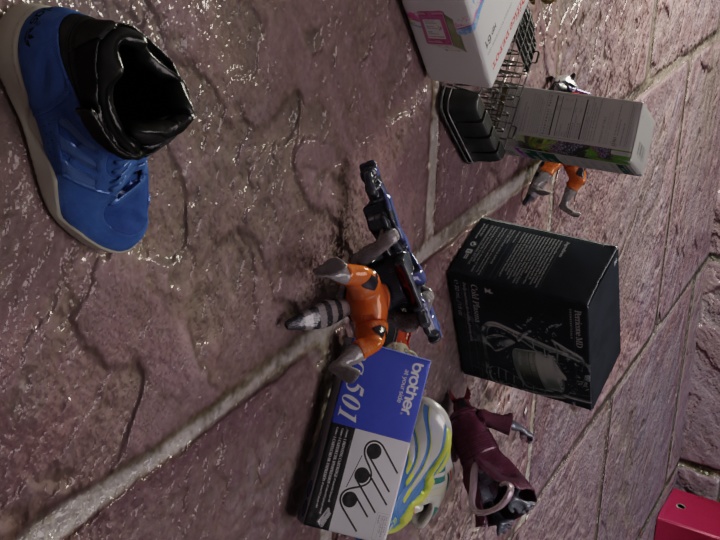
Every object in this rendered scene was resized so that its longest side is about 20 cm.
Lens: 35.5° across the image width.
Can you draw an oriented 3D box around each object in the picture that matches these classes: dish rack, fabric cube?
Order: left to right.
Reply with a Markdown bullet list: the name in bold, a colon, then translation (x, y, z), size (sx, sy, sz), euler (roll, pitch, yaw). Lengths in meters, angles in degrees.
- **dish rack**: translation (0.166, -0.246, 1.394), size (0.154, 0.054, 0.202), euler (51, 55, -60)
- **fabric cube**: translation (0.985, 0.796, 3.326), size (0.196, 0.198, 0.202), euler (-31, 129, -54)

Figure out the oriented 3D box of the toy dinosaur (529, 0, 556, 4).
- **toy dinosaur**: translation (0.201, -0.380, 1.388), size (0.200, 0.058, 0.102), euler (-99, 172, -63)

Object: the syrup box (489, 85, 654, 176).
- **syrup box**: translation (0.270, -0.183, 1.460), size (0.079, 0.198, 0.082), euler (23, 80, -63)

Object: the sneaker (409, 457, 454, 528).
- **sneaker**: translation (0.070, 0.250, 1.400), size (0.201, 0.070, 0.094), euler (72, 34, -51)

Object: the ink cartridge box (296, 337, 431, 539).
- **ink cartridge box**: translation (0.004, 0.181, 1.207), size (0.044, 0.093, 0.202), euler (170, -65, -76)

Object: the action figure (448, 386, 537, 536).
- **action figure**: translation (0.150, 0.246, 1.491), size (0.148, 0.133, 0.201), euler (20, 41, -53)

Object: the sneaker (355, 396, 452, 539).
- **sneaker**: translation (0.042, 0.244, 1.299), size (0.105, 0.075, 0.202), euler (-35, 147, -53)

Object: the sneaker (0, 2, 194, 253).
- **sneaker**: translation (-0.159, -0.082, 0.751), size (0.077, 0.110, 0.201), euler (-54, 146, -38)

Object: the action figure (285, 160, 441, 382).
- **action figure**: translation (0.000, 0.000, 1.149), size (0.193, 0.104, 0.202), euler (-33, 105, -64)

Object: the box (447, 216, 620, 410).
- **box**: translation (0.236, 0.056, 1.503), size (0.124, 0.195, 0.201), euler (-55, 146, -37)

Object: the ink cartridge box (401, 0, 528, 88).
- **ink cartridge box**: translation (0.111, -0.318, 1.212), size (0.146, 0.084, 0.200), euler (-65, 153, -23)

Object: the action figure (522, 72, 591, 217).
- **action figure**: translation (0.275, -0.195, 1.624), size (0.199, 0.104, 0.196), euler (19, 77, -39)

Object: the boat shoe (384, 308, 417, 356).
- **boat shoe**: translation (0.034, 0.119, 1.282), size (0.071, 0.062, 0.202), euler (47, 58, -57)
